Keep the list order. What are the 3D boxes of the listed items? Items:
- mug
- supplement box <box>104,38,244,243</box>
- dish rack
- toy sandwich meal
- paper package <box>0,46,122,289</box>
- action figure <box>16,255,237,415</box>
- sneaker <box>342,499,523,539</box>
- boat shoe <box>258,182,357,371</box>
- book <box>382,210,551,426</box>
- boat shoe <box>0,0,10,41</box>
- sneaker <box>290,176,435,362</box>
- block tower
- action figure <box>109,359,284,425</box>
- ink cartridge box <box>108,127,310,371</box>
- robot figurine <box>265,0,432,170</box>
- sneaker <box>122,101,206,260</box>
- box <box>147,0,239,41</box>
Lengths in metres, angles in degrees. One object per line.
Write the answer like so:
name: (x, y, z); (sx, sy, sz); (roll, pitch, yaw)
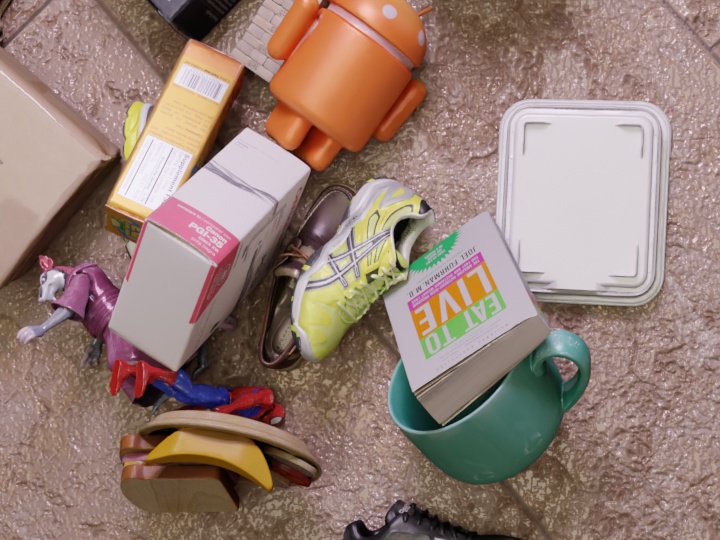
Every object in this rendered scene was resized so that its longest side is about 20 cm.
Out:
mug: (0.126, 0.126, 1.341); (0.115, 0.184, 0.153); (47, 71, -31)
supplement box: (-0.182, -0.123, 1.405); (0.068, 0.067, 0.202); (25, 67, 0)
dish rack: (0.216, -0.069, 1.402); (0.169, 0.044, 0.203); (3, 88, 10)
toy sandwich meal: (-0.137, 0.194, 1.377); (0.202, 0.206, 0.071); (6, 66, 11)
paper package: (-0.380, -0.112, 1.466); (0.200, 0.103, 0.191); (41, 96, -3)
action figure: (-0.247, 0.045, 1.436); (0.200, 0.134, 0.149); (42, 94, 7)
sneaker: (0.070, 0.270, 1.394); (0.198, 0.071, 0.099); (-8, 87, 11)
boat shoe: (-0.053, 0.007, 1.432); (0.071, 0.072, 0.202); (27, 92, 11)
book: (0.095, 0.037, 1.335); (0.133, 0.201, 0.048); (-37, 118, 10)
boat shoe: (-0.416, -0.266, 1.517); (0.071, 0.076, 0.202); (29, 94, 9)
sneaker: (0.000, 0.000, 1.392); (0.076, 0.075, 0.202); (19, 75, 38)
block tower: (-0.058, -0.277, 1.459); (0.058, 0.054, 0.201); (34, 94, 11)
action figure: (-0.149, 0.125, 1.395); (0.065, 0.199, 0.052); (-8, 74, 45)
ink cartridge box: (-0.140, -0.024, 1.364); (0.082, 0.200, 0.147); (31, 129, 7)
robot figurine: (-0.013, -0.200, 1.414); (0.143, 0.117, 0.201); (36, 93, 10)
sneaker: (-0.197, -0.082, 1.452); (0.083, 0.075, 0.203); (-5, 73, 4)
box: (-0.159, -0.360, 1.458); (0.200, 0.104, 0.148); (-43, 81, 6)
